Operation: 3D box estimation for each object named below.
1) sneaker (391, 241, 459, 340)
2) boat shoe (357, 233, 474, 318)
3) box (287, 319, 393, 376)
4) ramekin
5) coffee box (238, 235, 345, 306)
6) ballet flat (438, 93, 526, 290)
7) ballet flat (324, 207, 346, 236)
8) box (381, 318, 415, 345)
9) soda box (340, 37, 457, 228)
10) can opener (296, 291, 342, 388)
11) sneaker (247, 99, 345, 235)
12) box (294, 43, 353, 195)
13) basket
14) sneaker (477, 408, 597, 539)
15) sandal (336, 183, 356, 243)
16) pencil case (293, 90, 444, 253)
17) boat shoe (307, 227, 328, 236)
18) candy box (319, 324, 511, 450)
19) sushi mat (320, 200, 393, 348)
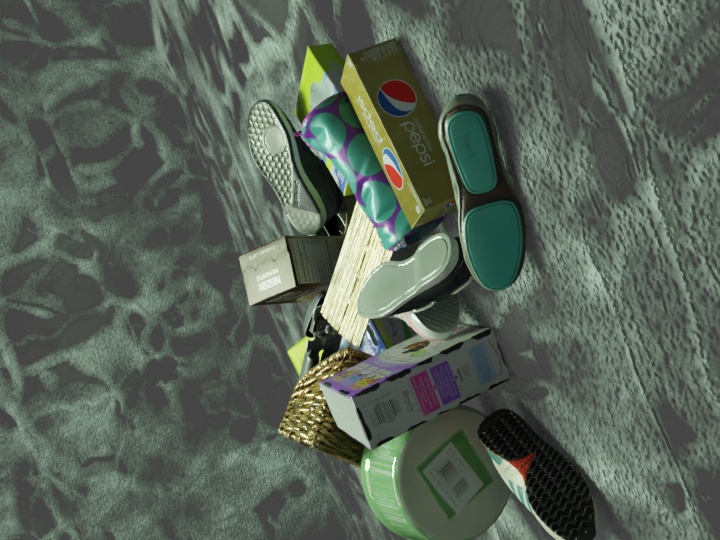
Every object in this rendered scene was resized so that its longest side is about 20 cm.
[{"bbox_3d":[0.071,0.043,1.144,0.201,0.075,0.105,-116,27,-45],"label":"sneaker"},{"bbox_3d":[0.068,0.018,1.028,0.199,0.060,0.076,-26,53,53],"label":"boat shoe"},{"bbox_3d":[-0.020,0.131,1.315,0.200,0.047,0.123,-39,74,41],"label":"box"},{"bbox_3d":[0.109,0.271,1.157,0.202,0.199,0.098,68,159,-3],"label":"ramekin"},{"bbox_3d":[-0.070,-0.001,1.309,0.114,0.199,0.081,-22,77,42],"label":"coffee box"},{"bbox_3d":[0.124,-0.079,0.850,0.064,0.067,0.202,-77,-27,-65],"label":"ballet flat"},{"bbox_3d":[-0.032,-0.052,1.438,0.201,0.056,0.066,63,148,10],"label":"ballet flat"},{"bbox_3d":[0.033,0.141,1.431,0.202,0.096,0.177,66,165,8],"label":"box"},{"bbox_3d":[0.049,-0.156,0.973,0.202,0.063,0.068,65,165,10],"label":"soda box"},{"bbox_3d":[-0.065,0.129,1.292,0.067,0.053,0.202,-118,37,-57],"label":"can opener"},{"bbox_3d":[-0.084,-0.168,1.277,0.076,0.146,0.204,-17,103,32],"label":"sneaker"},{"bbox_3d":[-0.024,-0.199,1.166,0.201,0.047,0.123,59,149,32],"label":"box"},{"bbox_3d":[-0.003,0.207,1.252,0.199,0.150,0.142,28,166,-30],"label":"basket"},{"bbox_3d":[0.217,0.252,1.008,0.200,0.070,0.094,48,175,48],"label":"sneaker"},{"bbox_3d":[0.011,-0.081,1.277,0.070,0.077,0.214,-51,-48,-69],"label":"sandal"},{"bbox_3d":[0.012,-0.118,1.040,0.201,0.092,0.085,54,-156,4],"label":"pencil case"},{"bbox_3d":[-0.082,-0.107,1.530,0.065,0.074,0.203,40,157,52],"label":"boat shoe"},{"bbox_3d":[0.065,0.140,1.089,0.072,0.198,0.168,67,166,-5],"label":"candy box"},{"bbox_3d":[0.000,0.000,1.159,0.096,0.012,0.202,41,123,37],"label":"sushi mat"}]
